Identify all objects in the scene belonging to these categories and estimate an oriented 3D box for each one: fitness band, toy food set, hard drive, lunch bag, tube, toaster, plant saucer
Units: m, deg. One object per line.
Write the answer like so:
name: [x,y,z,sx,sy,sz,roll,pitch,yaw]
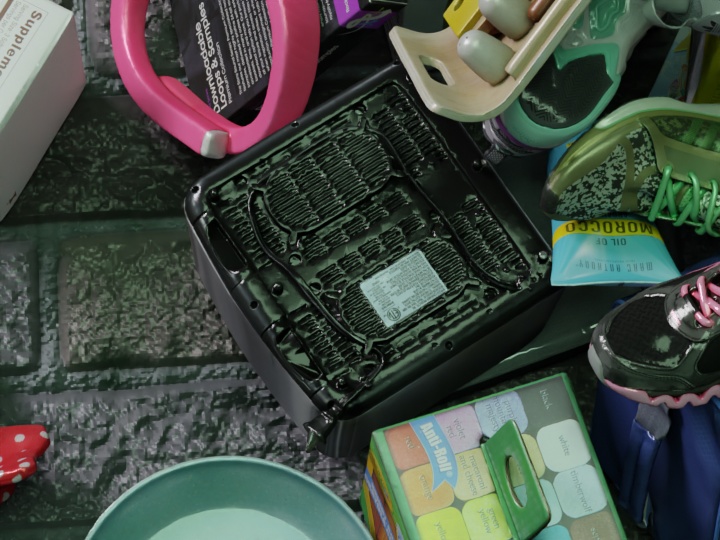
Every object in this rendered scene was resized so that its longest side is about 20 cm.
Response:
fitness band: [-0.095,-0.154,1.733,0.037,0.144,0.200,0,25,-37]
toy food set: [0.091,-0.188,1.561,0.060,0.144,0.200,33,103,-21]
hard drive: [0.066,0.006,1.751,0.200,0.033,0.140,-20,72,-8]
lunch bag: [0.212,0.088,1.644,0.132,0.200,0.136,-23,54,-20]
tube: [0.144,-0.031,1.656,0.077,0.200,0.051,-4,115,0]
toaster: [0.000,0.000,1.670,0.200,0.119,0.181,-32,74,-13]
plant saucer: [-0.080,0.213,1.672,0.199,0.036,0.201,0,71,-1]

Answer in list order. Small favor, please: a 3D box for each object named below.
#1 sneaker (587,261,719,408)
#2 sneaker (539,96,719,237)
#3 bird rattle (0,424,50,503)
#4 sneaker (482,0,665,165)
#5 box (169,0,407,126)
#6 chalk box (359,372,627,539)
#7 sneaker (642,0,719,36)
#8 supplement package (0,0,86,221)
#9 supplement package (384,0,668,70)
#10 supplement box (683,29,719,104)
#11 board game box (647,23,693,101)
sneaker: [0.219,0.010,1.519,0.200,0.095,0.079,-17,55,-11]
sneaker: [0.202,-0.050,1.599,0.200,0.077,0.089,-11,48,-21]
bird rattle: [-0.288,0.077,1.685,0.199,0.113,0.163,4,54,-4]
sneaker: [0.131,-0.147,1.643,0.078,0.140,0.200,40,72,-3]
box: [-0.053,-0.186,1.737,0.036,0.200,0.143,2,66,-38]
chalk box: [0.078,0.146,1.613,0.124,0.200,0.125,-17,71,-7]
sneaker: [0.215,-0.218,1.557,0.115,0.075,0.201,6,74,-9]
supplement package: [-0.290,-0.138,1.747,0.200,0.117,0.117,27,72,7]
supplement package: [0.101,-0.242,1.751,0.191,0.200,0.147,-11,72,-5]
supplement box: [0.266,-0.147,1.685,0.109,0.200,0.109,10,71,1]
board game box: [0.281,-0.079,1.786,0.200,0.034,0.135,24,71,7]
